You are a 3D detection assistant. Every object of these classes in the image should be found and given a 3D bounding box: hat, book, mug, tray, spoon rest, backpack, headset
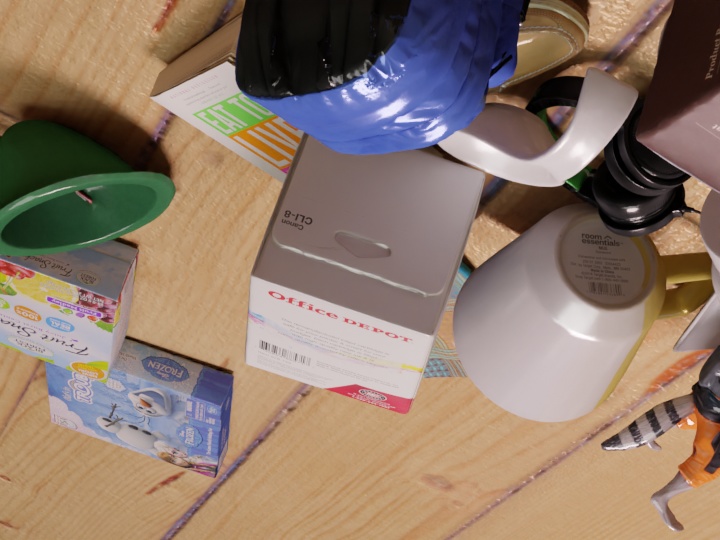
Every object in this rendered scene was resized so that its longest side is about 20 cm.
[{"bbox_3d":[-0.279,-0.121,1.681,0.200,0.176,0.166,-10,162,-28],"label":"hat"},{"bbox_3d":[-0.051,-0.114,1.527,0.200,0.048,0.134,32,152,-24],"label":"book"},{"bbox_3d":[0.176,0.012,1.510,0.149,0.187,0.153,45,153,8],"label":"mug"},{"bbox_3d":[0.318,0.010,1.490,0.107,0.022,0.200,-3,154,-13],"label":"tray"},{"bbox_3d":[0.118,-0.089,1.344,0.099,0.061,0.200,25,164,-17],"label":"spoon rest"},{"bbox_3d":[0.025,-0.170,1.209,0.162,0.200,0.168,-10,148,43],"label":"backpack"},{"bbox_3d":[0.215,-0.082,1.402,0.200,0.094,0.124,31,156,13],"label":"headset"}]

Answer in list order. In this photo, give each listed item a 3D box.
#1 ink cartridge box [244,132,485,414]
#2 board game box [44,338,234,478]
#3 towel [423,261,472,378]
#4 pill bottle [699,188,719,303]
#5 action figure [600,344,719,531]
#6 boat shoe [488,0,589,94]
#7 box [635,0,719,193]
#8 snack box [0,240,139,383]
[{"bbox_3d":[0.000,0.000,1.500,0.145,0.145,0.200,19,159,2],"label":"ink cartridge box"},{"bbox_3d":[-0.238,0.139,2.074,0.199,0.043,0.200,19,152,5],"label":"board game box"},{"bbox_3d":[0.067,0.041,1.735,0.146,0.022,0.200,-3,144,37],"label":"towel"},{"bbox_3d":[0.310,0.016,1.334,0.114,0.114,0.200,0,145,33],"label":"pill bottle"},{"bbox_3d":[0.285,0.111,1.497,0.105,0.200,0.194,36,115,-7],"label":"action figure"},{"bbox_3d":[0.070,-0.141,1.361,0.200,0.076,0.072,-10,138,42],"label":"boat shoe"},{"bbox_3d":[0.298,-0.136,1.131,0.164,0.166,0.200,29,151,-17],"label":"box"},{"bbox_3d":[-0.310,0.020,1.892,0.168,0.068,0.200,20,153,0],"label":"snack box"}]
